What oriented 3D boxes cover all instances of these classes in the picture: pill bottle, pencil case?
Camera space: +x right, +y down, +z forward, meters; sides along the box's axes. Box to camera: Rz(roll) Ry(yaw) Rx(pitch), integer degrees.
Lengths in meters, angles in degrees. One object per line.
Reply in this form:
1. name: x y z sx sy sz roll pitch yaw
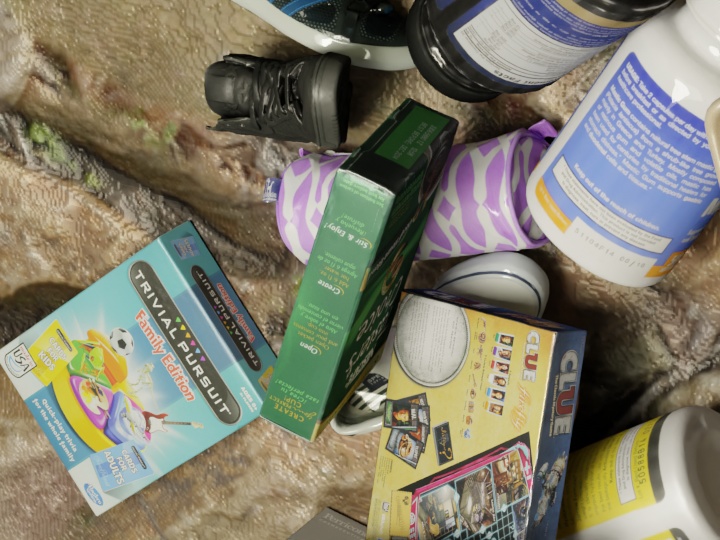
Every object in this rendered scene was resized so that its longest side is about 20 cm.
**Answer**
1. pill bottle: 0.109 -0.176 1.410 0.112 0.112 0.200 59 150 -1
2. pencil case: 0.038 -0.049 1.549 0.199 0.084 0.086 -3 63 30
3. pill bottle: 0.197 -0.096 1.418 0.112 0.112 0.200 41 123 11
4. pill bottle: 0.164 0.173 1.535 0.200 0.111 0.112 -26 94 34

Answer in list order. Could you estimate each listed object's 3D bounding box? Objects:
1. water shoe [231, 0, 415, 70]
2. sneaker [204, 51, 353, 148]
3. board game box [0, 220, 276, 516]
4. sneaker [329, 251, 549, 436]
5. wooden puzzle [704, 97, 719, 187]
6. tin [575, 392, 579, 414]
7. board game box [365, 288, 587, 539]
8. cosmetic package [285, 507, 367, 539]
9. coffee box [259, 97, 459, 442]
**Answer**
1. water shoe: -0.035 -0.202 1.538 0.199 0.071 0.079 29 115 16
2. sneaker: -0.059 -0.115 1.533 0.104 0.200 0.060 8 88 2
3. board game box: -0.166 0.077 1.729 0.200 0.047 0.151 -33 90 35
4. sneaker: 0.053 0.060 1.573 0.073 0.071 0.200 38 131 -16
5. wooden puzzle: 0.306 -0.036 1.371 0.184 0.046 0.201 -18 105 -11
6. tin: 0.075 0.132 1.571 0.042 0.112 0.200 33 124 -15
7. board game box: 0.071 0.123 1.487 0.135 0.035 0.201 15 100 42
8. cosmetic package: -0.036 0.258 1.630 0.106 0.200 0.091 23 120 18
9. coffee box: 0.000 0.000 1.466 0.044 0.123 0.201 25 123 11
